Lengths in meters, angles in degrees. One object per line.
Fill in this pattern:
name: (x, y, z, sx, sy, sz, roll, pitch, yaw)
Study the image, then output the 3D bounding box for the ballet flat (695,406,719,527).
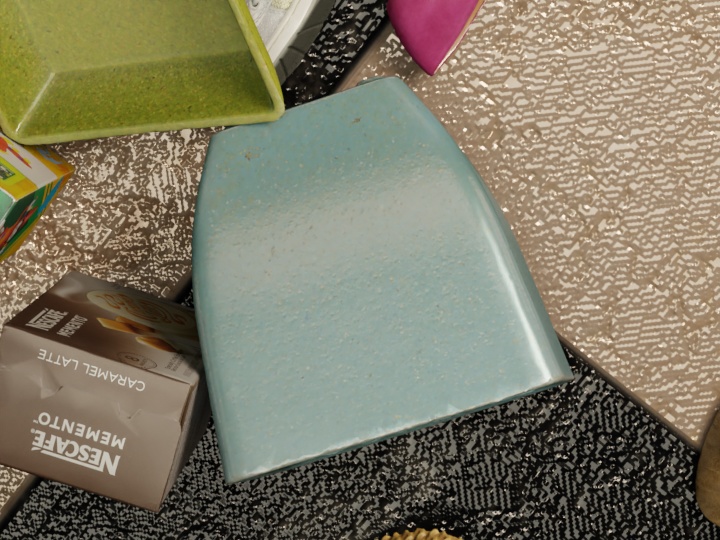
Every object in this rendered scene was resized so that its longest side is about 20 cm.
ballet flat: (0.271, 0.078, 1.304, 0.068, 0.072, 0.200, 35, 99, -2)

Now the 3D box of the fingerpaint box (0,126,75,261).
fingerpaint box: (-0.285, -0.082, 1.269, 0.200, 0.167, 0.073, 36, 100, -3)

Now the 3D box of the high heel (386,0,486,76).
high heel: (0.106, -0.196, 1.276, 0.200, 0.067, 0.096, -23, 87, 22)

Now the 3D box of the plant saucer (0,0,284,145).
plant saucer: (-0.151, -0.171, 1.208, 0.199, 0.048, 0.200, -3, 127, 30)

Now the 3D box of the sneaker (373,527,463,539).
sneaker: (-0.005, 0.237, 1.353, 0.200, 0.075, 0.090, -26, 104, 14)

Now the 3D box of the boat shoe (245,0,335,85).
boat shoe: (-0.045, -0.185, 1.288, 0.065, 0.074, 0.202, 27, 95, 5)

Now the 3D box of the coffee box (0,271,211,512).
coffee box: (-0.148, 0.067, 1.265, 0.114, 0.200, 0.080, 17, 99, 1)

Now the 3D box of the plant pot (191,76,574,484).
plant pot: (0.000, 0.000, 1.258, 0.195, 0.196, 0.200, -18, 84, 6)
